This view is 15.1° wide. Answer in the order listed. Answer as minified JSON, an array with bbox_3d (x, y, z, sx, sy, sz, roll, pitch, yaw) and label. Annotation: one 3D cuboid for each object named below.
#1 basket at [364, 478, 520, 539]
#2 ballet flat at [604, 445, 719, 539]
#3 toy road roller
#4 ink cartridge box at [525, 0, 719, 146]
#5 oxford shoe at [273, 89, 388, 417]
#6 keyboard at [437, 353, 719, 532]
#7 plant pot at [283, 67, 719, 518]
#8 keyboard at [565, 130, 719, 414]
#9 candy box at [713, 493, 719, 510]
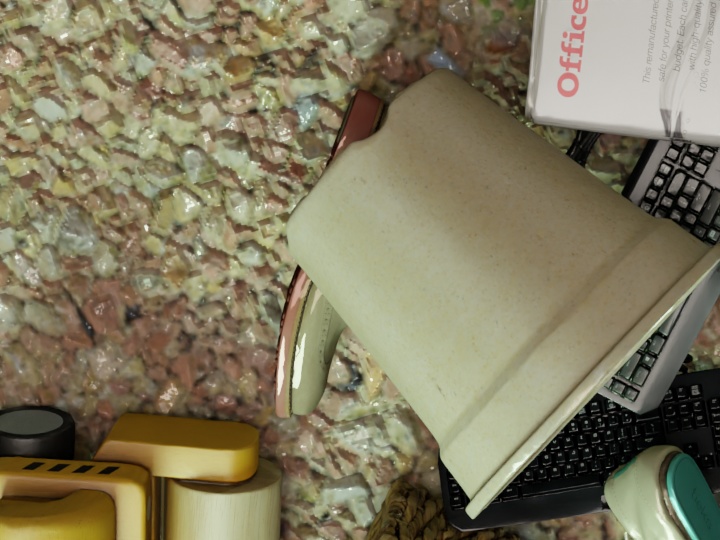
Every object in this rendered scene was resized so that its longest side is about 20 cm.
[{"bbox_3d":[0.041,0.253,1.612,0.148,0.143,0.201,27,107,-3],"label":"basket"},{"bbox_3d":[0.200,0.191,1.554,0.069,0.069,0.201,-27,99,12],"label":"ballet flat"},{"bbox_3d":[-0.150,0.164,1.600,0.199,0.146,0.124,3,107,4],"label":"toy road roller"},{"bbox_3d":[0.197,-0.142,1.499,0.199,0.083,0.146,7,94,4],"label":"ink cartridge box"},{"bbox_3d":[0.000,0.000,1.579,0.074,0.070,0.201,17,107,-3],"label":"oxford shoe"},{"bbox_3d":[0.140,0.087,1.582,0.199,0.040,0.105,-10,67,7],"label":"keyboard"},{"bbox_3d":[0.065,-0.002,1.465,0.183,0.200,0.201,44,106,6],"label":"plant pot"},{"bbox_3d":[0.158,-0.031,1.559,0.127,0.021,0.201,27,94,7],"label":"keyboard"},{"bbox_3d":[0.292,0.198,1.611,0.167,0.072,0.201,-27,102,12],"label":"candy box"}]
